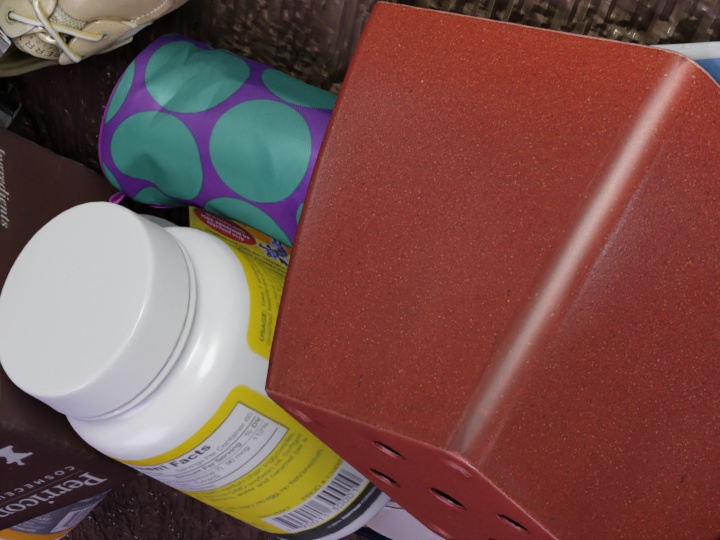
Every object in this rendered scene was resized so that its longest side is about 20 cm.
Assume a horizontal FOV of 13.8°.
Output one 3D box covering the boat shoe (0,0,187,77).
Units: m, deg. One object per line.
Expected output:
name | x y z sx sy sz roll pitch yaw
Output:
boat shoe | -0.133 -0.125 1.380 0.072 0.065 0.200 36 162 -23

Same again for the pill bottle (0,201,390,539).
pill bottle | -0.071 0.048 1.405 0.114 0.115 0.200 13 167 43

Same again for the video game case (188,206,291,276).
video game case | 0.000 0.000 1.539 0.200 0.026 0.181 27 153 13

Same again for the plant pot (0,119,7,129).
plant pot | -0.277 -0.076 1.516 0.200 0.093 0.201 -5 155 -2

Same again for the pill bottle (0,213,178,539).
pill bottle | -0.161 0.063 1.686 0.116 0.116 0.200 33 129 -14

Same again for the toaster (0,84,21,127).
toaster | -0.312 -0.090 1.678 0.200 0.119 0.181 34 162 -15

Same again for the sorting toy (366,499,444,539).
sorting toy | 0.033 0.108 1.561 0.200 0.107 0.180 4 151 41

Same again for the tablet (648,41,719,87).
tablet | 0.208 -0.053 1.129 0.130 0.014 0.200 38 160 -27

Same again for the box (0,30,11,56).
box | -0.262 -0.165 1.385 0.158 0.050 0.200 41 -179 -35

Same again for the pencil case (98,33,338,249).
pencil case | -0.023 -0.040 1.407 0.200 0.085 0.093 24 118 20

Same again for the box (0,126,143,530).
box | -0.232 0.025 1.438 0.166 0.165 0.200 -22 150 31

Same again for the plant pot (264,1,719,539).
plant pot | 0.079 0.024 1.252 0.200 0.176 0.200 16 160 50

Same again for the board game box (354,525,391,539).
board game box | 0.021 0.114 1.730 0.200 0.035 0.135 23 147 -30
